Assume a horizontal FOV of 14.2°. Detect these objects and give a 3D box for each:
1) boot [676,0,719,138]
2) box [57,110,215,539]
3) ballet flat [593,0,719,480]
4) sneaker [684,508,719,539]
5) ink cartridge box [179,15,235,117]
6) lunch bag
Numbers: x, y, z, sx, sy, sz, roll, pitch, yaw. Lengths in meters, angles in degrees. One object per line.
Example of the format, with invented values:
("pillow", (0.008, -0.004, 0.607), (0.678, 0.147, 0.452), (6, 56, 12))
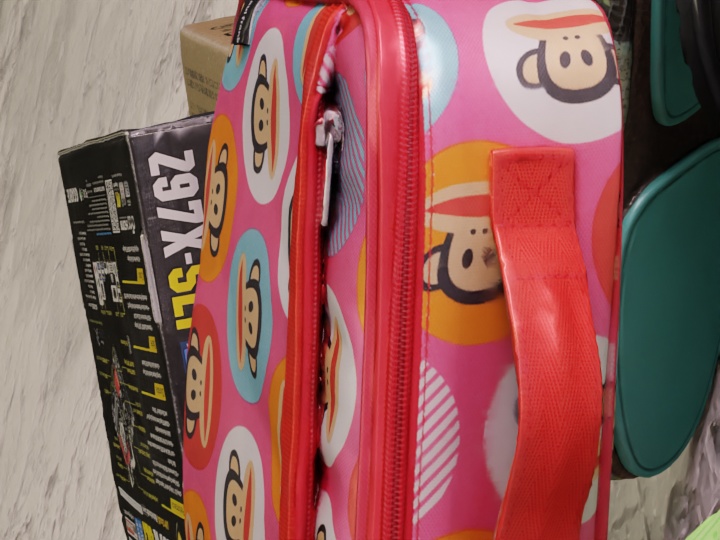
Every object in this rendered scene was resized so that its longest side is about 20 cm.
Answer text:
("boot", (0.141, -0.117, 0.625), (0.162, 0.073, 0.200), (-178, 103, -75))
("box", (-0.054, 0.032, 0.936), (0.200, 0.049, 0.161), (179, 79, -79))
("ballet flat", (0.065, -0.041, 0.766), (0.074, 0.074, 0.201), (-104, 15, -61))
("sneaker", (0.105, 0.064, 0.611), (0.084, 0.076, 0.201), (-102, 18, -47))
("ink cartridge box", (0.000, 0.000, 0.951), (0.200, 0.075, 0.166), (-147, 48, -74))
("lunch bag", (0.014, 0.028, 0.702), (0.176, 0.081, 0.202), (-156, 67, -71))
